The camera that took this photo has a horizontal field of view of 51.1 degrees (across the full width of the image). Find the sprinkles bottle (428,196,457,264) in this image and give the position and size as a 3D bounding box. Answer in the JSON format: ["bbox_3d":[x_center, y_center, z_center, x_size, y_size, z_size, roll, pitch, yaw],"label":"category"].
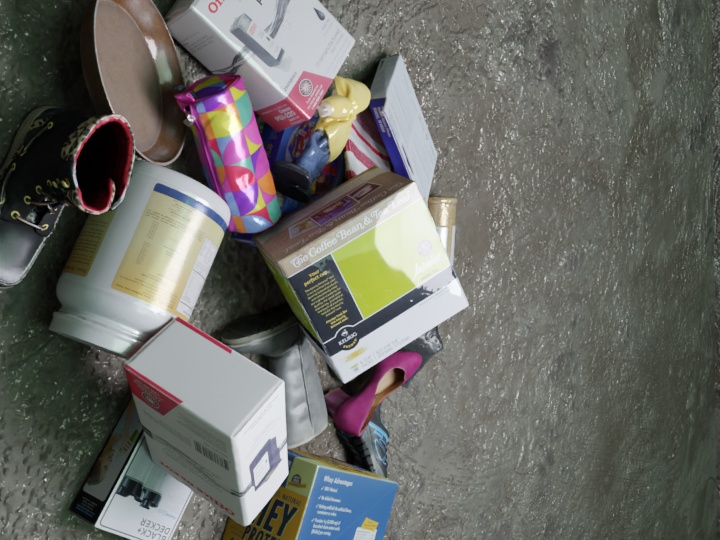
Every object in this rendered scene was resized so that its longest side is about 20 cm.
[{"bbox_3d":[0.131,-0.030,1.321,0.068,0.068,0.201,-3,98,-49],"label":"sprinkles bottle"}]

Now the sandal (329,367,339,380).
[{"bbox_3d":[-0.022,0.084,1.168,0.080,0.057,0.201,-36,123,-38],"label":"sandal"}]

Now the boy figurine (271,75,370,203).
[{"bbox_3d":[-0.047,-0.191,1.010,0.124,0.064,0.200,97,18,-64],"label":"boy figurine"}]

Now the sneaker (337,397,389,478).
[{"bbox_3d":[0.024,0.304,1.244,0.082,0.073,0.200,-32,119,-42],"label":"sneaker"}]

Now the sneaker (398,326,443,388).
[{"bbox_3d":[0.108,0.097,1.276,0.104,0.060,0.200,41,94,-17],"label":"sneaker"}]

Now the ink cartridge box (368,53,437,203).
[{"bbox_3d":[0.066,-0.208,1.181,0.200,0.041,0.200,-76,147,-51],"label":"ink cartridge box"}]

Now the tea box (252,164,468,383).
[{"bbox_3d":[0.000,0.000,0.987,0.200,0.134,0.197,-30,116,-11],"label":"tea box"}]

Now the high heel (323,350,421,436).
[{"bbox_3d":[0.040,0.196,1.187,0.200,0.096,0.068,-28,129,-27],"label":"high heel"}]

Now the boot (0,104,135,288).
[{"bbox_3d":[-0.305,-0.072,0.746,0.073,0.150,0.200,33,72,-46],"label":"boot"}]

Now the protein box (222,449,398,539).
[{"bbox_3d":[-0.076,0.376,1.093,0.198,0.135,0.200,28,75,-47],"label":"protein box"}]

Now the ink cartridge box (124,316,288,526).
[{"bbox_3d":[-0.159,0.167,0.812,0.084,0.145,0.200,-47,155,-35],"label":"ink cartridge box"}]

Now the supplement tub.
[{"bbox_3d":[-0.244,-0.005,0.832,0.144,0.144,0.200,35,70,-46],"label":"supplement tub"}]

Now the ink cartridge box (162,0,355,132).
[{"bbox_3d":[-0.123,-0.298,0.943,0.200,0.085,0.146,39,65,-29],"label":"ink cartridge box"}]

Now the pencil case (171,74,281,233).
[{"bbox_3d":[-0.159,-0.139,0.914,0.088,0.088,0.200,-45,133,-35],"label":"pencil case"}]

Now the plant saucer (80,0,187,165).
[{"bbox_3d":[-0.248,-0.213,0.823,0.200,0.034,0.201,-7,90,-79],"label":"plant saucer"}]

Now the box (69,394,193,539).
[{"bbox_3d":[-0.249,0.227,0.926,0.117,0.060,0.200,45,63,-43],"label":"box"}]

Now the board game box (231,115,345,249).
[{"bbox_3d":[-0.093,-0.118,1.065,0.134,0.045,0.200,26,76,-48],"label":"board game box"}]

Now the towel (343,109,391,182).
[{"bbox_3d":[0.014,-0.151,1.125,0.144,0.023,0.200,29,53,-59],"label":"towel"}]

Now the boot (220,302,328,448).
[{"bbox_3d":[-0.117,0.158,1.072,0.182,0.072,0.200,-16,113,-46],"label":"boot"}]
